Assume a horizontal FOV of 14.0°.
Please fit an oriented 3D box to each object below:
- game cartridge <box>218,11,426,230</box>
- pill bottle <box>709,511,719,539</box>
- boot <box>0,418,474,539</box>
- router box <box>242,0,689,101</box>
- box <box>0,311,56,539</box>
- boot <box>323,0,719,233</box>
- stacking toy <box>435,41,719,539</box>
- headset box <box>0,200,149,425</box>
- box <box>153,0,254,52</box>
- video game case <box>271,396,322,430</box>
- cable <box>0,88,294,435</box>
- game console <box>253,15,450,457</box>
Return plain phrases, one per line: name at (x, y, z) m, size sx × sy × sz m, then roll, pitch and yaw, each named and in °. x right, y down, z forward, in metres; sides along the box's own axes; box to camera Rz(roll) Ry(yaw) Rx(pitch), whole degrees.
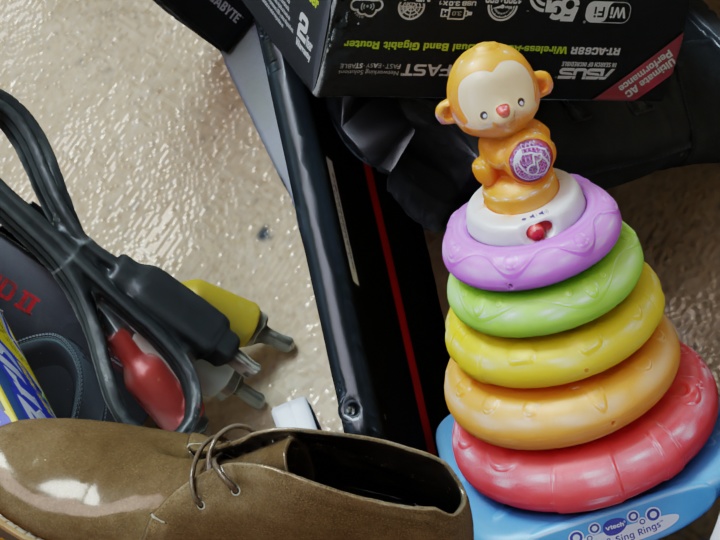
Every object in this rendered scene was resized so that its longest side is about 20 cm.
game cartridge at (0.003, -0.103, 1.390) m, size 0.129 × 0.038 × 0.200 m, roll -38°, pitch 52°, yaw 16°
pill bottle at (0.204, 0.050, 1.095) m, size 0.113 × 0.113 × 0.200 m, roll 2°, pitch 48°, yaw 33°
boot at (-0.053, 0.079, 1.104) m, size 0.199 × 0.076 × 0.074 m, roll 11°, pitch 50°, yaw 6°
router box at (0.024, -0.135, 1.176) m, size 0.200 × 0.149 × 0.062 m, roll -125°, pitch 41°, yaw -56°
box at (-0.185, 0.038, 1.233) m, size 0.070 × 0.064 × 0.200 m, roll -33°, pitch 69°, yaw 7°
boot at (0.062, -0.085, 1.238) m, size 0.165 × 0.199 × 0.066 m, roll 36°, pitch 128°, yaw 39°
stacking toy at (0.071, 0.002, 1.118) m, size 0.116 × 0.201 × 0.110 m, roll -17°, pitch 29°, yaw -1°
headset box at (-0.190, 0.063, 1.349) m, size 0.200 × 0.149 × 0.077 m, roll -56°, pitch 31°, yaw -3°
box at (-0.063, -0.227, 1.347) m, size 0.050 × 0.200 × 0.199 m, roll 36°, pitch 89°, yaw 37°
video game case at (0.014, 0.167, 1.179) m, size 0.017 × 0.143 × 0.201 m, roll -21°, pitch 55°, yaw 1°
cable at (-0.122, 0.009, 1.317) m, size 0.097 × 0.200 × 0.050 m, roll -57°, pitch 11°, yaw -29°
game console at (0.000, 0.000, 1.230) m, size 0.031 × 0.177 × 0.201 m, roll -17°, pitch 73°, yaw 12°
